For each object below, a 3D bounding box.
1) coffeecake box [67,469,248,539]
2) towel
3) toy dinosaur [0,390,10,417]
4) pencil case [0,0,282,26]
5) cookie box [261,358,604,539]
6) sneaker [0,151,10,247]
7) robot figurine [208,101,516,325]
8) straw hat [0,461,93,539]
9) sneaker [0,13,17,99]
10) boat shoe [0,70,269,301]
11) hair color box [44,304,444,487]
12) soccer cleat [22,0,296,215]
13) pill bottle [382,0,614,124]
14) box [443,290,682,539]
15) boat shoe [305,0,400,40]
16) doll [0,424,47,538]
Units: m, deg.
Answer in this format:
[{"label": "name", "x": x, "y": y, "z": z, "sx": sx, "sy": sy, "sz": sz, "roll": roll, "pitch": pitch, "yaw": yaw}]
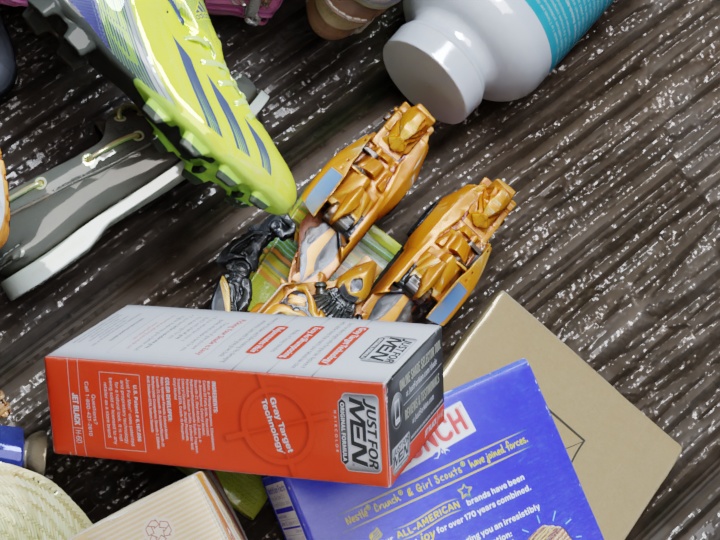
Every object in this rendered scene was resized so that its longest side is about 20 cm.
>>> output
[{"label": "coffeecake box", "x": -0.082, "y": 0.190, "z": 0.855, "sx": 0.073, "sy": 0.200, "sz": 0.155, "roll": -26, "pitch": 86, "yaw": -5}, {"label": "towel", "x": -0.047, "y": 0.047, "z": 0.998, "sx": 0.086, "sy": 0.018, "sz": 0.201, "roll": 34, "pitch": 71, "yaw": -6}, {"label": "toy dinosaur", "x": -0.269, "y": 0.002, "z": 0.878, "sx": 0.101, "sy": 0.136, "sz": 0.202, "roll": -19, "pitch": 84, "yaw": -20}, {"label": "pencil case", "x": -0.135, "y": -0.198, "z": 0.974, "sx": 0.198, "sy": 0.083, "sz": 0.087, "roll": 0, "pitch": 36, "yaw": -28}, {"label": "cookie box", "x": 0.057, "y": 0.178, "z": 0.946, "sx": 0.170, "sy": 0.075, "sz": 0.202, "roll": -21, "pitch": 85, "yaw": -20}, {"label": "sneaker", "x": -0.261, "y": -0.092, "z": 0.887, "sx": 0.091, "sy": 0.076, "sz": 0.201, "roll": -25, "pitch": 85, "yaw": -15}, {"label": "robot figurine", "x": 0.000, "y": 0.000, "z": 0.983, "sx": 0.145, "sy": 0.058, "sz": 0.200, "roll": 41, "pitch": 70, "yaw": -5}, {"label": "straw hat", "x": -0.221, "y": 0.201, "z": 0.849, "sx": 0.199, "sy": 0.085, "sz": 0.203, "roll": -2, "pitch": 96, "yaw": -17}, {"label": "sneaker", "x": -0.270, "y": -0.189, "z": 0.944, "sx": 0.074, "sy": 0.088, "sz": 0.201, "roll": -35, "pitch": 89, "yaw": -20}, {"label": "boat shoe", "x": -0.144, "y": -0.064, "z": 0.964, "sx": 0.201, "sy": 0.072, "sz": 0.060, "roll": -38, "pitch": 96, "yaw": -16}, {"label": "hair color box", "x": -0.062, "y": 0.066, "z": 0.888, "sx": 0.198, "sy": 0.101, "sz": 0.062, "roll": 3, "pitch": 107, "yaw": 21}, {"label": "soccer cleat", "x": -0.100, "y": -0.114, "z": 0.908, "sx": 0.200, "sy": 0.065, "sz": 0.084, "roll": 44, "pitch": 73, "yaw": -11}, {"label": "pill bottle", "x": 0.102, "y": -0.187, "z": 1.043, "sx": 0.111, "sy": 0.111, "sz": 0.200, "roll": 44, "pitch": 69, "yaw": -4}, {"label": "box", "x": 0.093, "y": 0.140, "z": 1.017, "sx": 0.163, "sy": 0.021, "sz": 0.200, "roll": 40, "pitch": 70, "yaw": -5}, {"label": "boat shoe", "x": 0.005, "y": -0.218, "z": 1.027, "sx": 0.075, "sy": 0.072, "sz": 0.201, "roll": 36, "pitch": 41, "yaw": -11}, {"label": "doll", "x": -0.277, "y": 0.126, "z": 0.895, "sx": 0.198, "sy": 0.048, "sz": 0.138, "roll": 5, "pitch": 84, "yaw": -16}]
